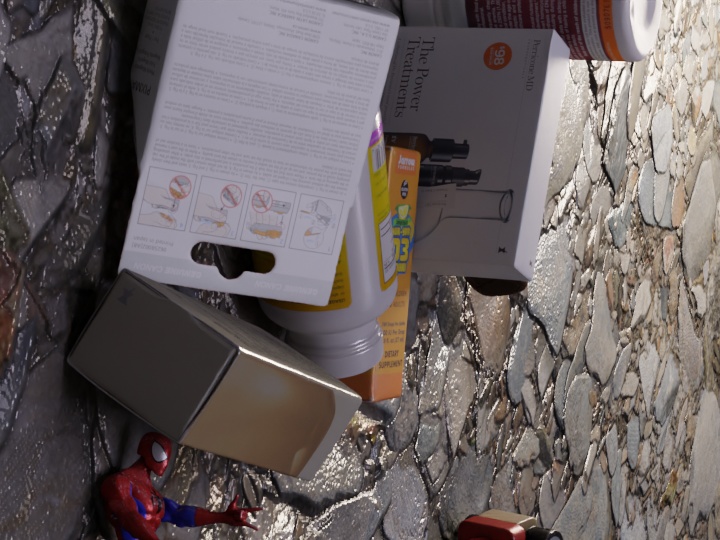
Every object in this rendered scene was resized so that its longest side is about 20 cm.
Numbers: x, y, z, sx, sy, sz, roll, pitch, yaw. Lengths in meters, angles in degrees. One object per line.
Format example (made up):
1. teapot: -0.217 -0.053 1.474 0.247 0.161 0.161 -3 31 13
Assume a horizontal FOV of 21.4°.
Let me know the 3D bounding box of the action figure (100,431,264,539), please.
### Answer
1. action figure: -0.128 0.202 1.205 0.065 0.099 0.200 40 55 -64

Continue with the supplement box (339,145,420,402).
1. supplement box: 0.000 0.000 1.492 0.067 0.069 0.200 -2 95 -67

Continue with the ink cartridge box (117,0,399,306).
1. ink cartridge box: -0.074 -0.088 1.240 0.162 0.057 0.200 9 104 -31

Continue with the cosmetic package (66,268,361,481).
1. cosmetic package: -0.090 0.071 1.234 0.071 0.105 0.200 -58 153 1

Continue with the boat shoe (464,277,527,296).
1. boat shoe: 0.103 -0.048 1.731 0.202 0.075 0.075 61 26 -62

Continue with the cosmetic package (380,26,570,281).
1. cosmetic package: 0.078 -0.097 1.547 0.052 0.151 0.200 37 60 -63

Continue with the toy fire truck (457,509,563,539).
1. toy fire truck: 0.112 0.330 1.772 0.200 0.129 0.176 -11 106 -54

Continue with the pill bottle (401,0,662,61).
1. pill bottle: 0.144 -0.235 1.607 0.114 0.200 0.114 5 90 -67

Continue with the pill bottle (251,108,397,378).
1. pill bottle: -0.029 -0.026 1.372 0.104 0.104 0.200 -46 136 -55
